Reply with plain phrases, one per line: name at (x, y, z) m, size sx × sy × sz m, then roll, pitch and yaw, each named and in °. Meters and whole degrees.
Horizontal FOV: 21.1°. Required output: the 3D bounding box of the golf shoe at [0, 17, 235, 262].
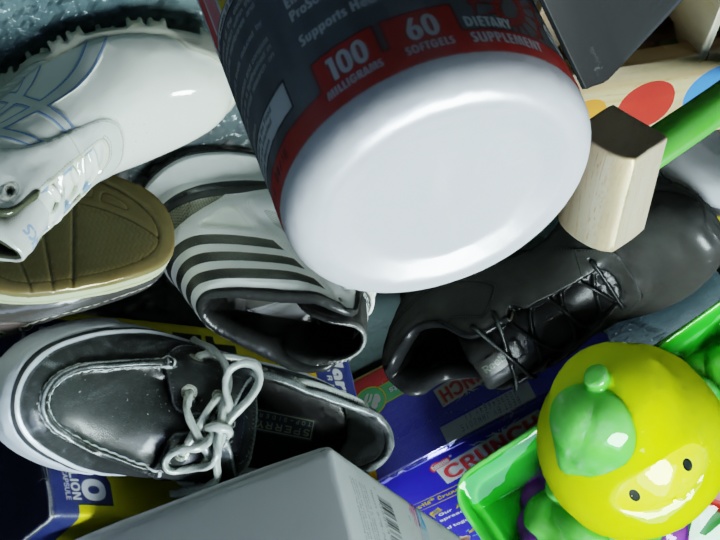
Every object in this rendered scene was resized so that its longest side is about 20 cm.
golf shoe at (-0.137, -0.040, 0.812) m, size 0.198 × 0.098 × 0.079 m, roll -17°, pitch 143°, yaw -14°

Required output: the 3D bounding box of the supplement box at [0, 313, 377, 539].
supplement box at (-0.102, 0.100, 0.983) m, size 0.199 × 0.110 × 0.109 m, roll 8°, pitch 147°, yaw -38°

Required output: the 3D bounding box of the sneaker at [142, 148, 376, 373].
sneaker at (0.000, 0.000, 0.927) m, size 0.199 × 0.116 × 0.076 m, roll -5°, pitch 138°, yaw -27°

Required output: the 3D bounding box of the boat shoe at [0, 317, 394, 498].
boat shoe at (-0.072, 0.069, 0.885) m, size 0.198 × 0.068 × 0.074 m, roll 18°, pitch 84°, yaw -37°

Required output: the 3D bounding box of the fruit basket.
fruit basket at (0.154, 0.104, 0.984) m, size 0.215 × 0.156 × 0.216 m, roll -34°, pitch 177°, yaw -2°

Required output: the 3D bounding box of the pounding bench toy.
pounding bench toy at (0.123, -0.100, 0.801) m, size 0.155 × 0.201 × 0.125 m, roll -9°, pitch 142°, yaw -20°

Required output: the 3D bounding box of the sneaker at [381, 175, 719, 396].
sneaker at (0.094, 0.018, 0.971) m, size 0.199 × 0.091 × 0.076 m, roll -24°, pitch 113°, yaw 37°

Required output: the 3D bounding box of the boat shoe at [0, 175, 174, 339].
boat shoe at (-0.184, 0.002, 0.865) m, size 0.199 × 0.072 × 0.066 m, roll -8°, pitch 147°, yaw -15°

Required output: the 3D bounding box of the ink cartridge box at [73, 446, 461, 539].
ink cartridge box at (-0.025, 0.194, 0.916) m, size 0.144 × 0.146 × 0.200 m, roll -22°, pitch 154°, yaw 14°

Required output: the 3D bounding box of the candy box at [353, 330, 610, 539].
candy box at (0.086, 0.109, 1.153) m, size 0.168 × 0.077 × 0.200 m, roll -26°, pitch 146°, yaw 3°

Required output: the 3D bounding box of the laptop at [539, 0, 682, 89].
laptop at (0.088, -0.202, 0.675) m, size 0.102 × 0.201 × 0.177 m, roll -16°, pitch 147°, yaw 14°

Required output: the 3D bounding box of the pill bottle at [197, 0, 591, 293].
pill bottle at (-0.001, -0.101, 0.722) m, size 0.115 × 0.201 × 0.116 m, roll -15°, pitch 145°, yaw -11°

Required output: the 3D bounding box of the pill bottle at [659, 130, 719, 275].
pill bottle at (0.228, -0.041, 1.016) m, size 0.112 × 0.113 × 0.200 m, roll -31°, pitch 144°, yaw 9°
